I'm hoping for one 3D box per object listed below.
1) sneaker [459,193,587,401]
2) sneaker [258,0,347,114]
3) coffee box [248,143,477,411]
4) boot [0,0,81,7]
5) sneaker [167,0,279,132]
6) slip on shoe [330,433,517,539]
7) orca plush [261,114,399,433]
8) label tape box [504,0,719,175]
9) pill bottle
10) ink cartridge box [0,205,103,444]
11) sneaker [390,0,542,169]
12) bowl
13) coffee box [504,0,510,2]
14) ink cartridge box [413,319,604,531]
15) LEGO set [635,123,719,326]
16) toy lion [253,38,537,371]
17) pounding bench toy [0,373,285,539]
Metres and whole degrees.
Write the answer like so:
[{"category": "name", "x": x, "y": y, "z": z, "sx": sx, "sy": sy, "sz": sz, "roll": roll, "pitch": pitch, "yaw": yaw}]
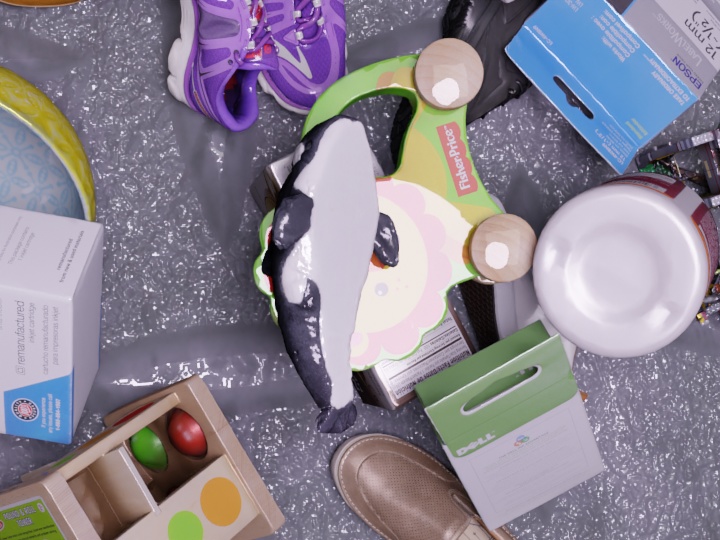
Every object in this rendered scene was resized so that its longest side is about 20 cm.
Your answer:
[{"category": "sneaker", "x": 0.135, "y": 0.026, "z": 0.907, "sx": 0.084, "sy": 0.073, "sz": 0.201, "roll": -18, "pitch": 101, "yaw": -16}, {"category": "sneaker", "x": -0.047, "y": -0.223, "z": 0.865, "sx": 0.080, "sy": 0.083, "sz": 0.201, "roll": -4, "pitch": 87, "yaw": -13}, {"category": "coffee box", "x": 0.000, "y": 0.000, "z": 0.852, "sx": 0.080, "sy": 0.113, "sz": 0.201, "roll": -28, "pitch": 93, "yaw": -13}, {"category": "boot", "x": -0.187, "y": -0.257, "z": 0.812, "sx": 0.200, "sy": 0.144, "sz": 0.071, "roll": -16, "pitch": 89, "yaw": -13}, {"category": "sneaker", "x": -0.087, "y": -0.189, "z": 0.809, "sx": 0.080, "sy": 0.201, "sz": 0.083, "roll": -33, "pitch": 59, "yaw": -33}, {"category": "slip on shoe", "x": 0.064, "y": 0.202, "z": 0.877, "sx": 0.200, "sy": 0.061, "sz": 0.076, "roll": 44, "pitch": 78, "yaw": -6}, {"category": "orca plush", "x": -0.030, "y": 0.003, "z": 0.732, "sx": 0.105, "sy": 0.071, "sz": 0.201, "roll": -18, "pitch": 103, "yaw": -43}, {"category": "label tape box", "x": 0.226, "y": -0.197, "z": 0.912, "sx": 0.143, "sy": 0.066, "sz": 0.200, "roll": 44, "pitch": 56, "yaw": -7}, {"category": "pill bottle", "x": 0.198, "y": -0.012, "z": 0.803, "sx": 0.113, "sy": 0.200, "sz": 0.115, "roll": 3, "pitch": 99, "yaw": 21}, {"category": "ink cartridge box", "x": -0.283, "y": 0.028, "z": 0.750, "sx": 0.199, "sy": 0.145, "sz": 0.085, "roll": 11, "pitch": 40, "yaw": -3}, {"category": "sneaker", "x": 0.094, "y": -0.155, "z": 0.908, "sx": 0.090, "sy": 0.076, "sz": 0.201, "roll": 30, "pitch": 82, "yaw": -15}, {"category": "bowl", "x": -0.275, "y": -0.079, "z": 0.785, "sx": 0.199, "sy": 0.201, "sz": 0.108, "roll": 19, "pitch": 40, "yaw": -11}, {"category": "coffee box", "x": 0.167, "y": -0.302, "z": 0.838, "sx": 0.199, "sy": 0.080, "sz": 0.113, "roll": -27, "pitch": 133, "yaw": -13}, {"category": "ink cartridge box", "x": 0.104, "y": 0.103, "z": 0.801, "sx": 0.103, "sy": 0.200, "sz": 0.059, "roll": -28, "pitch": 50, "yaw": 1}, {"category": "LEGO set", "x": 0.328, "y": -0.052, "z": 0.927, "sx": 0.153, "sy": 0.116, "sz": 0.201, "roll": -9, "pitch": 88, "yaw": -13}, {"category": "toy lion", "x": 0.012, "y": -0.039, "z": 0.774, "sx": 0.191, "sy": 0.069, "sz": 0.201, "roll": -17, "pitch": 90, "yaw": -5}, {"category": "pounding bench toy", "x": -0.179, "y": 0.177, "z": 0.800, "sx": 0.156, "sy": 0.200, "sz": 0.125, "roll": -35, "pitch": 97, "yaw": -44}]
